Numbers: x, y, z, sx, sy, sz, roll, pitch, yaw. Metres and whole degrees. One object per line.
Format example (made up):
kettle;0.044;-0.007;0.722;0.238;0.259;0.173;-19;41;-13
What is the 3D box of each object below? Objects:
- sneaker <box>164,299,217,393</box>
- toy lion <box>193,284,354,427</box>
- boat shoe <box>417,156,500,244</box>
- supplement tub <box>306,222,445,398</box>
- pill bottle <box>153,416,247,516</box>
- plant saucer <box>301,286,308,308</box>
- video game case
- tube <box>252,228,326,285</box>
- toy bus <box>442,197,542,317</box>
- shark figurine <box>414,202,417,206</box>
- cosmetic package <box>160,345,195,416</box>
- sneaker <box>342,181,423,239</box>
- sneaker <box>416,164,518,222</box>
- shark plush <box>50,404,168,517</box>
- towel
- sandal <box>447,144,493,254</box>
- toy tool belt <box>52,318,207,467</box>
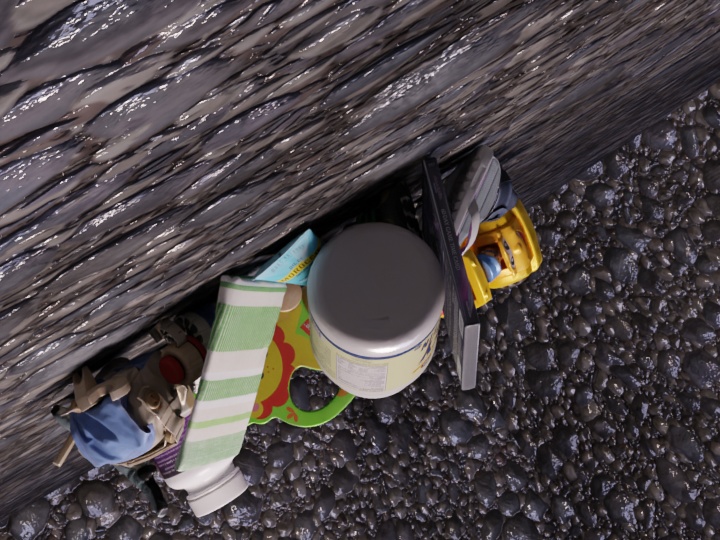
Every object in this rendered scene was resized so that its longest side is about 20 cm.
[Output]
sneaker;-0.164;0.080;1.476;0.088;0.079;0.200;-27;175;-21
toy lion;-0.106;0.117;1.597;0.192;0.200;0.069;-49;180;-6
boat shoe;0.096;-0.060;1.594;0.066;0.073;0.201;21;-104;54
supplement tub;0.015;0.050;1.411;0.144;0.146;0.200;-30;161;-12
pill bottle;-0.233;0.222;1.754;0.110;0.202;0.111;-28;-178;1
plant saucer;-0.040;0.027;2.000;0.199;0.049;0.199;-35;175;35
video game case;0.093;0.004;1.367;0.019;0.202;0.143;-10;150;-3
tube;-0.062;-0.012;1.400;0.077;0.050;0.200;-46;170;5
toy bus;0.138;-0.002;1.830;0.198;0.137;0.192;-15;-158;26
shark figurine;0.002;-0.002;1.636;0.127;0.090;0.214;-23;-176;43
cosmetic package;-0.206;0.126;1.657;0.198;0.088;0.103;-31;175;-12
sneaker;0.023;-0.046;1.474;0.087;0.078;0.200;-16;172;3
sneaker;0.125;-0.075;1.775;0.145;0.078;0.202;-24;171;-44
shark plush;-0.275;0.206;1.537;0.091;0.199;0.084;-40;150;-30
towel;-0.137;0.103;1.367;0.152;0.023;0.203;5;102;-73
sandal;0.116;-0.049;1.512;0.205;0.049;0.082;-66;-171;-6
toy tool belt;-0.245;0.146;1.362;0.123;0.125;0.200;-39;-178;-43
